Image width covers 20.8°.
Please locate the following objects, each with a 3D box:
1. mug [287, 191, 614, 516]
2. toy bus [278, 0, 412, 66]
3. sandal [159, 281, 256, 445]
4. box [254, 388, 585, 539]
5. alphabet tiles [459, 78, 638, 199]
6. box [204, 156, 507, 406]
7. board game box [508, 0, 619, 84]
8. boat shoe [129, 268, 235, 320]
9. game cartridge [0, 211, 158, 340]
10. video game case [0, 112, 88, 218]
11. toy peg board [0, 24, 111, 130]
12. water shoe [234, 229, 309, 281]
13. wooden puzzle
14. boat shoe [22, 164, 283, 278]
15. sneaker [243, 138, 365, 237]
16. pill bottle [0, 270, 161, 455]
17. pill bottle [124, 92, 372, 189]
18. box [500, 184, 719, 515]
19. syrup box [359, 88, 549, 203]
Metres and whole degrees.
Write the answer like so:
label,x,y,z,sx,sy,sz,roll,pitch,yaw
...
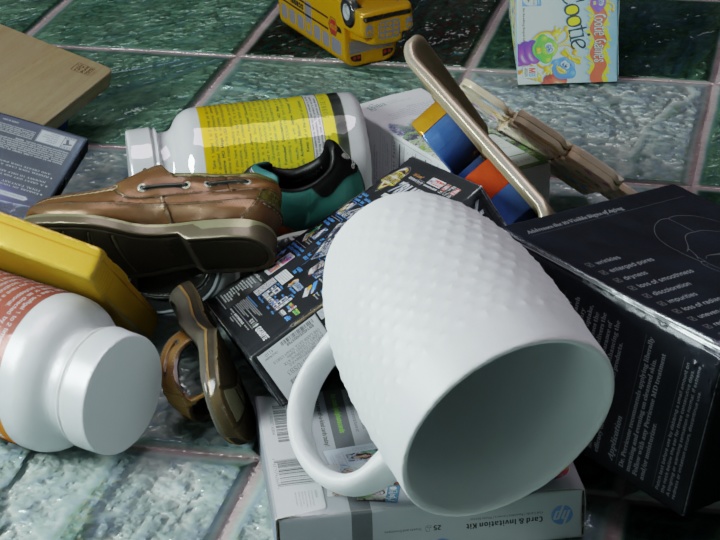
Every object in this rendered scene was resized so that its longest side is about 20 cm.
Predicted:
label,x,y,z,sx,sy,sz,roll,pitch,yaw
mug,0.035,0.056,1.230,0.200,0.147,0.176,-43,49,11
toy bus,-0.018,-0.271,2.050,0.065,0.079,0.200,-14,29,-24
sandal,-0.118,0.069,1.395,0.054,0.082,0.200,-25,29,-4
box,0.035,0.128,1.302,0.198,0.042,0.156,-6,27,-6
alphabet tiles,0.160,-0.095,1.614,0.195,0.015,0.200,34,0,-2
box,-0.007,0.001,1.408,0.198,0.050,0.200,-35,16,-6
board game box,0.206,-0.275,2.013,0.102,0.106,0.200,-2,26,2
boat shoe,-0.191,-0.004,1.535,0.199,0.069,0.056,7,-8,31
game cartridge,-0.246,-0.009,1.426,0.175,0.033,0.200,20,-13,10
video game case,-0.332,-0.067,1.657,0.142,0.019,0.201,16,44,6
toy peg board,-0.370,-0.146,1.842,0.198,0.098,0.200,22,34,12
water shoe,0.000,0.000,1.549,0.198,0.072,0.079,-11,-6,-3
wooden puzzle,0.103,-0.060,1.457,0.046,0.185,0.201,-37,61,5
boat shoe,-0.155,-0.040,1.474,0.198,0.072,0.069,3,60,6
sneaker,-0.093,-0.044,1.575,0.199,0.080,0.071,-24,29,-7
pill bottle,-0.241,0.062,1.374,0.199,0.113,0.112,15,32,32
pill bottle,-0.095,-0.086,1.653,0.198,0.113,0.113,-6,27,-8
box,0.213,0.044,1.313,0.199,0.125,0.196,-14,35,-42
syrup box,0.072,-0.082,1.668,0.078,0.082,0.200,-16,29,-28
